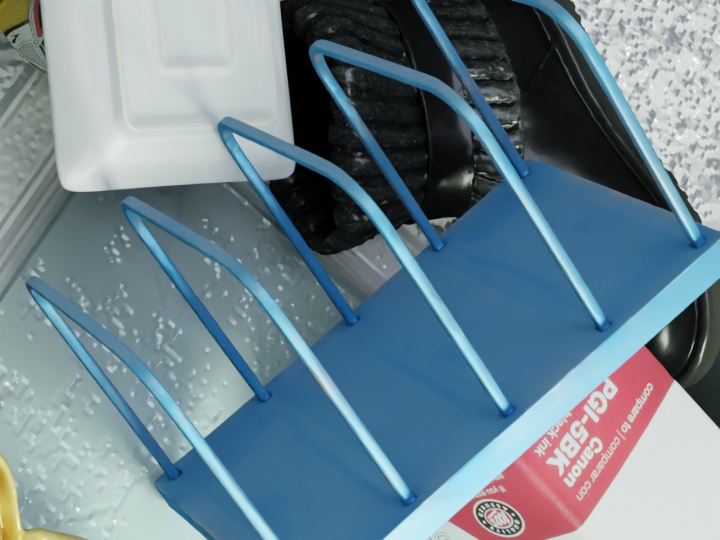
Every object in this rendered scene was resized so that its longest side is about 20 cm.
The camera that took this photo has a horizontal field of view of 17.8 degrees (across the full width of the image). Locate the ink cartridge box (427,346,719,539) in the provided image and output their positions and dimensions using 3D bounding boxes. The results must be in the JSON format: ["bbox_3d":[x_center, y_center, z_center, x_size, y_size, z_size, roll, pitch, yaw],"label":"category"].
[{"bbox_3d":[0.094,0.120,0.907,0.200,0.147,0.083,47,55,-14],"label":"ink cartridge box"}]

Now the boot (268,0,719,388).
[{"bbox_3d":[0.050,-0.027,0.962,0.158,0.079,0.212,-19,77,-45],"label":"boot"}]

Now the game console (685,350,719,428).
[{"bbox_3d":[0.262,0.049,1.072,0.200,0.118,0.171,-38,99,-38],"label":"game console"}]

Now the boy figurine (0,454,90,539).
[{"bbox_3d":[-0.109,0.139,0.806,0.124,0.064,0.200,-31,98,-33],"label":"boy figurine"}]

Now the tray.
[{"bbox_3d":[-0.072,-0.132,0.857,0.107,0.022,0.201,-6,89,-37],"label":"tray"}]

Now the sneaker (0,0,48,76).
[{"bbox_3d":[-0.089,-0.163,0.907,0.082,0.078,0.201,26,62,-26],"label":"sneaker"}]

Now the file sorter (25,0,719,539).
[{"bbox_3d":[0.000,0.000,0.822,0.200,0.139,0.123,-41,117,-12],"label":"file sorter"}]
